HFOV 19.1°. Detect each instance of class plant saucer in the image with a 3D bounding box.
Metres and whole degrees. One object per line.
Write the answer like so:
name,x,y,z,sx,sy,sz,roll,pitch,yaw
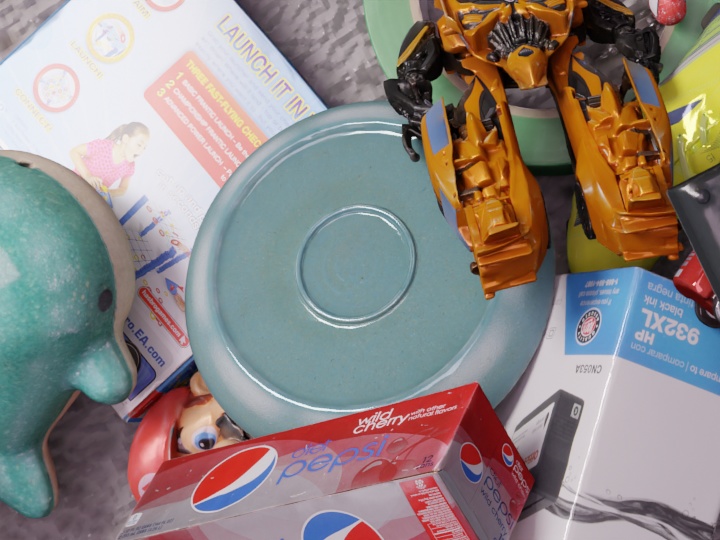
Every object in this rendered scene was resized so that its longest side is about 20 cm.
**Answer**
plant saucer,0.000,0.000,1.096,0.198,0.027,0.202,-5,68,13

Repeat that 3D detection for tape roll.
tape roll,0.102,-0.154,1.166,0.198,0.048,0.203,-1,85,9

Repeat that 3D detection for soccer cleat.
soccer cleat,0.174,-0.066,1.090,0.064,0.084,0.201,29,103,-29

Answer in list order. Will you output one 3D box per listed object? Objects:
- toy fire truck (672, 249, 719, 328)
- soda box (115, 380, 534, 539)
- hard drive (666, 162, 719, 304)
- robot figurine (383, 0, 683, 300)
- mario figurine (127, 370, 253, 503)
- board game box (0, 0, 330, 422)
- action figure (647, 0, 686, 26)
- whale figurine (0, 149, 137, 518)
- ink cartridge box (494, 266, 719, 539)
toy fire truck,0.261,0.010,0.996,0.199,0.049,0.142,36,88,-1
soda box,-0.019,0.118,1.042,0.199,0.070,0.064,-16,117,32
hard drive,0.242,0.022,0.954,0.139,0.033,0.201,-26,91,-2
robot figurine,0.089,-0.080,1.062,0.144,0.058,0.201,-12,48,0
mario figurine,-0.029,0.086,1.138,0.198,0.106,0.124,-20,61,2
board game box,-0.115,-0.055,1.190,0.196,0.056,0.200,-41,81,4
action figure,0.119,-0.217,1.123,0.065,0.052,0.201,-27,84,2
whale figurine,-0.193,0.040,1.120,0.158,0.104,0.202,22,116,22
ink cartridge box,0.111,0.108,1.070,0.083,0.145,0.202,21,80,-21
